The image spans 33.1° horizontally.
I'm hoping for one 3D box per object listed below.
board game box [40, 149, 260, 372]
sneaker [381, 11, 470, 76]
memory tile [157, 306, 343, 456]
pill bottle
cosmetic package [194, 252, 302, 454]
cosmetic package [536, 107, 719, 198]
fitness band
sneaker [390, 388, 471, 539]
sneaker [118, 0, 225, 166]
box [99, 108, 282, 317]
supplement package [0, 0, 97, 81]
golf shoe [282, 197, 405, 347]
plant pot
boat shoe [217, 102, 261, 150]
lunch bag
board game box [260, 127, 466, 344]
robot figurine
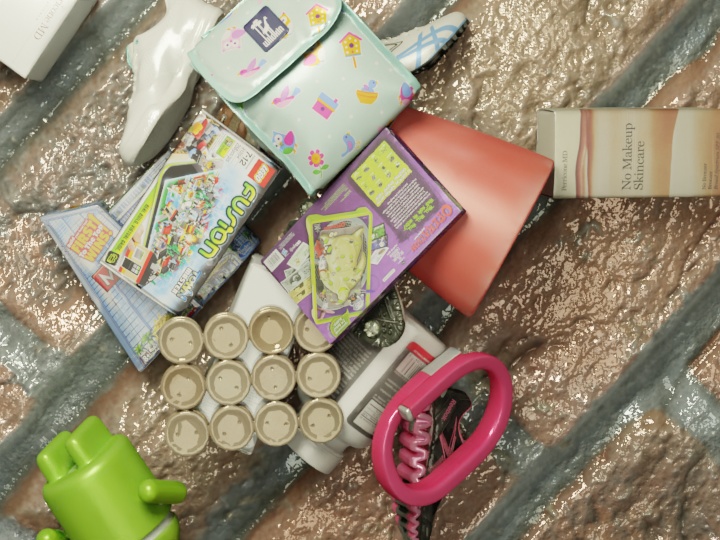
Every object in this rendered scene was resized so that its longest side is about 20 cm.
[{"bbox_3d":[-0.250,-0.029,1.371,0.200,0.062,0.200,44,92,-9],"label":"board game box"},{"bbox_3d":[0.033,-0.240,1.365,0.199,0.072,0.073,-33,91,-3],"label":"sneaker"},{"bbox_3d":[-0.118,0.118,1.312,0.197,0.017,0.156,-4,98,-3],"label":"memory tile"},{"bbox_3d":[-0.003,0.130,1.385,0.110,0.111,0.201,40,92,-8],"label":"pill bottle"},{"bbox_3d":[-0.122,0.089,1.371,0.080,0.113,0.202,22,97,-7],"label":"cosmetic package"},{"bbox_3d":[0.307,-0.136,1.389,0.197,0.087,0.105,-2,98,-4],"label":"cosmetic package"},{"bbox_3d":[0.096,0.175,1.360,0.199,0.037,0.145,-37,124,-27],"label":"fitness band"},{"bbox_3d":[0.091,0.230,1.432,0.094,0.079,0.203,1,101,-22],"label":"sneaker"},{"bbox_3d":[-0.231,-0.216,1.349,0.088,0.075,0.202,26,82,4],"label":"sneaker"},{"bbox_3d":[-0.184,-0.062,1.323,0.109,0.035,0.201,34,93,-8],"label":"box"},{"bbox_3d":[-0.398,-0.309,1.295,0.199,0.117,0.118,35,93,-8],"label":"supplement package"},{"bbox_3d":[0.000,0.000,1.337,0.077,0.088,0.201,-46,61,20],"label":"golf shoe"},{"bbox_3d":[0.091,-0.075,1.337,0.176,0.200,0.202,28,94,4],"label":"plant pot"},{"bbox_3d":[-0.128,-0.213,1.352,0.071,0.076,0.203,13,94,-4],"label":"boat shoe"},{"bbox_3d":[-0.060,-0.207,1.268,0.170,0.122,0.200,-42,98,3],"label":"lunch bag"},{"bbox_3d":[0.001,-0.035,1.263,0.200,0.032,0.120,-45,74,16],"label":"board game box"},{"bbox_3d":[-0.282,0.270,1.377,0.174,0.116,0.202,-27,100,16],"label":"robot figurine"}]
